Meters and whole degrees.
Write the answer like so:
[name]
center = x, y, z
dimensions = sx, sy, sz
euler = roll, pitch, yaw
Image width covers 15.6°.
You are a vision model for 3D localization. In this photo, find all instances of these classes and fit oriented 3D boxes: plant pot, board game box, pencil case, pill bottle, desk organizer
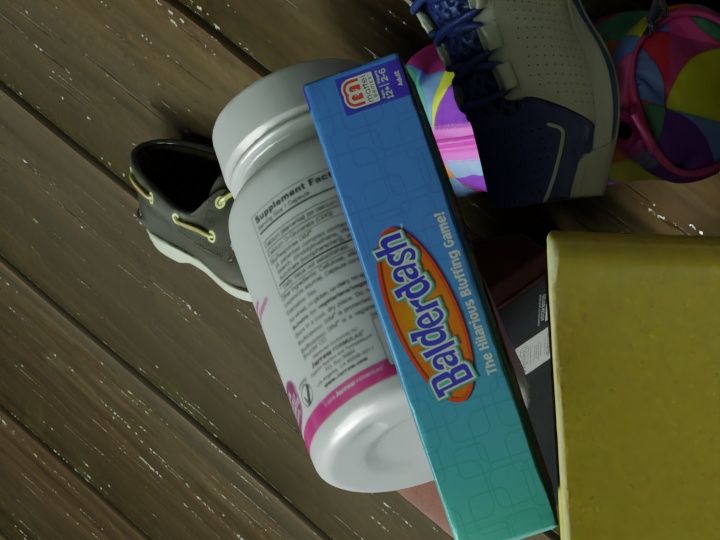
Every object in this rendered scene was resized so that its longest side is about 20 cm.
[plant pot]
center = 0.179, 0.082, 1.068
dimensions = 0.196, 0.200, 0.194
euler = 55, -148, -85
[board game box]
center = 0.032, 0.014, 1.110
dimensions = 0.152, 0.045, 0.200
euler = 9, -119, -86
[pencil case]
center = 0.098, -0.078, 1.228
dimensions = 0.200, 0.088, 0.088
euler = -3, 119, 58
[pill bottle]
center = 0.000, 0.000, 1.316
dimensions = 0.113, 0.113, 0.200
euler = 107, 146, -56
[desk organizer]
center = 0.063, 0.061, 1.445
dimensions = 0.077, 0.072, 0.200
euler = 37, 147, 32

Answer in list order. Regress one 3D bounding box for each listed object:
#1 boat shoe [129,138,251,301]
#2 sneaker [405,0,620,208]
[boat shoe]
center = -0.073, -0.032, 1.542
dimensions = 0.201, 0.072, 0.061
euler = 18, 140, 51
[sneaker]
center = 0.042, -0.124, 1.139
dimensions = 0.081, 0.115, 0.200
euler = -13, 79, 57
